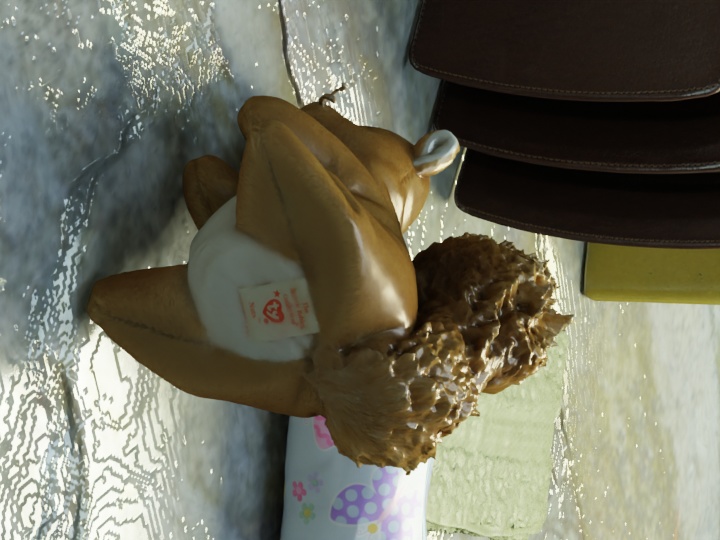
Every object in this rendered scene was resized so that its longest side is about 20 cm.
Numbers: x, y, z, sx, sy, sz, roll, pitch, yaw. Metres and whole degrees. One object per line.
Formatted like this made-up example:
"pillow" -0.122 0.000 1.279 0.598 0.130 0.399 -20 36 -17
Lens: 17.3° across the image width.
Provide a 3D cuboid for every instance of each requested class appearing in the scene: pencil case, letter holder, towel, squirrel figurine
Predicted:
"pencil case" 0.003 0.111 1.272 0.083 0.090 0.201 -6 100 -57
"letter holder" 0.131 -0.096 1.326 0.100 0.199 0.143 33 69 -55
"towel" 0.064 0.088 1.412 0.200 0.036 0.149 13 85 -57
"squirrel figurine" 0.000 0.000 1.168 0.142 0.200 0.187 -51 179 26

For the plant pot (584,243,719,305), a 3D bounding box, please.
"plant pot" 0.287 -0.067 1.578 0.195 0.199 0.195 -2 98 -56
